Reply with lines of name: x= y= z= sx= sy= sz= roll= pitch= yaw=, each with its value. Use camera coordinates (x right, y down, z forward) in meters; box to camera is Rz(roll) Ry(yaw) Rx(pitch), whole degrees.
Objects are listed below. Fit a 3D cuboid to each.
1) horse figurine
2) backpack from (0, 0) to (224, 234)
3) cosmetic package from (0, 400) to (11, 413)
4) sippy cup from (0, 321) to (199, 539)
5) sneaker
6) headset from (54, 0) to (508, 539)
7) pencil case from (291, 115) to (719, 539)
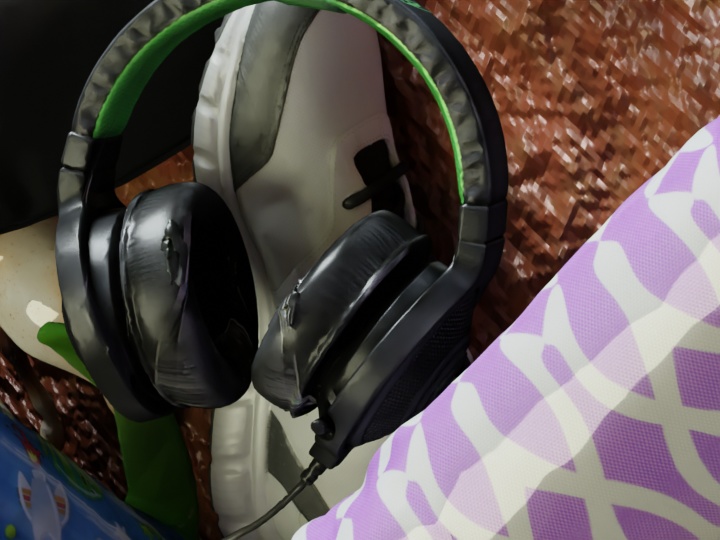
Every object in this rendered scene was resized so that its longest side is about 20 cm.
horse figurine: x=-0.101 y=0.023 z=0.967 sx=0.200 sy=0.050 sz=0.133 roll=26 pitch=131 yaw=39
backpack: x=-0.132 y=-0.084 z=0.884 sx=0.200 sy=0.163 sz=0.154 roll=41 pitch=147 yaw=41
cosmetic package: x=-0.109 y=0.122 z=0.973 sx=0.200 sy=0.051 sz=0.083 roll=50 pitch=151 yaw=5
sippy cup: x=-0.120 y=0.103 z=0.836 sx=0.130 sy=0.139 sz=0.178 roll=54 pitch=-164 yaw=-37
sneaker: x=0.000 y=0.000 z=0.833 sx=0.080 sy=0.074 sz=0.201 roll=13 pitch=119 yaw=31
headset: x=-0.030 y=0.016 z=0.758 sx=0.123 sy=0.094 sz=0.201 roll=10 pitch=99 yaw=14
pencil case: x=0.067 y=0.033 z=0.683 sx=0.084 sy=0.086 sz=0.200 roll=39 pitch=110 yaw=-18
